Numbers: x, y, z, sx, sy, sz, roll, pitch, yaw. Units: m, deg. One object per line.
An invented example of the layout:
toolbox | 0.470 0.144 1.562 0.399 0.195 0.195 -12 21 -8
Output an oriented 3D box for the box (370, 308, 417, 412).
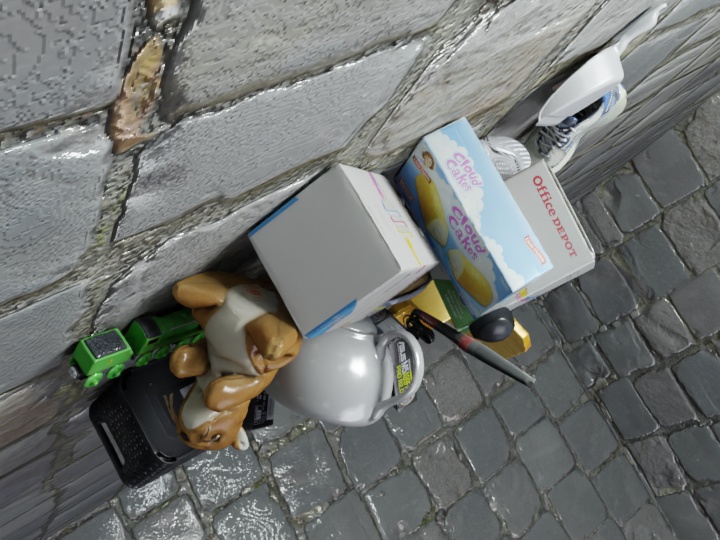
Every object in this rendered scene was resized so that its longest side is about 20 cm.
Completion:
box | 0.016 0.115 1.291 0.044 0.200 0.163 -28 132 -21

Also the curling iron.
curling iron | 0.147 0.106 1.046 0.026 0.196 0.050 -53 158 -36

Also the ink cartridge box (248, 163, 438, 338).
ink cartridge box | -0.009 -0.022 0.852 0.127 0.127 0.199 -34 173 16

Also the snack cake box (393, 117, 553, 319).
snack cake box | 0.128 -0.058 0.906 0.066 0.203 0.115 -26 170 -21

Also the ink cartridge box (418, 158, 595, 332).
ink cartridge box | 0.189 -0.028 1.009 0.197 0.148 0.087 -28 167 13

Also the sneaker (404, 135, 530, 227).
sneaker | 0.139 -0.117 1.073 0.196 0.076 0.115 -25 170 -19

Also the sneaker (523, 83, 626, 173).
sneaker | 0.305 -0.220 1.165 0.200 0.078 0.084 -45 157 23

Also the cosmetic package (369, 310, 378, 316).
cosmetic package | 0.061 -0.015 1.230 0.084 0.109 0.198 -38 169 38

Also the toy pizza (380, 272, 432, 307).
toy pizza | 0.000 0.000 1.035 0.194 0.033 0.201 -3 -159 1

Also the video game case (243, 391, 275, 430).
video game case | -0.143 0.133 1.116 0.025 0.186 0.200 5 171 2

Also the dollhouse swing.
dollhouse swing | 0.149 0.105 1.281 0.179 0.179 0.200 -29 175 -21

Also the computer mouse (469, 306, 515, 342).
computer mouse | 0.178 0.080 1.004 0.058 0.035 0.200 -28 167 9

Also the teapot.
teapot | -0.032 0.106 1.017 0.197 0.195 0.150 -127 -125 -77

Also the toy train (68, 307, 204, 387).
toy train | -0.235 0.074 0.853 0.057 0.042 0.198 -51 164 31

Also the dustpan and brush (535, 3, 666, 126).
dustpan and brush | 0.315 -0.266 1.000 0.198 0.058 0.139 -30 175 29

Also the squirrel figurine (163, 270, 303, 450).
squirrel figurine | -0.132 0.104 0.862 0.200 0.139 0.191 -38 149 -65

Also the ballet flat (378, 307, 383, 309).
ballet flat | -0.029 0.028 1.121 0.195 0.069 0.067 -8 167 31

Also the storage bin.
storage bin | -0.265 0.200 1.096 0.093 0.137 0.199 -37 171 32
